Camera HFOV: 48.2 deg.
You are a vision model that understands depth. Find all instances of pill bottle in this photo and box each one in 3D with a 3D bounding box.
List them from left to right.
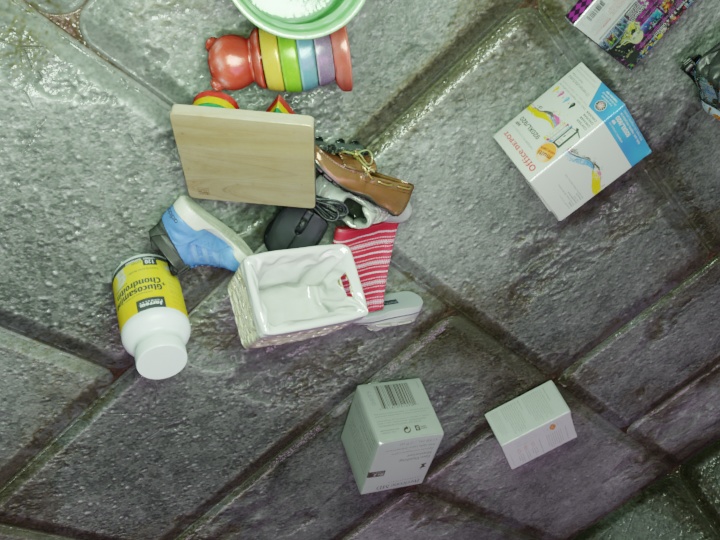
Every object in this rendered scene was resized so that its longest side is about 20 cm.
[{"bbox_3d":[-0.342,0.076,1.324,0.111,0.201,0.113,-14,137,-13],"label":"pill bottle"}]

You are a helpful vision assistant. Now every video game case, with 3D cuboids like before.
[{"bbox_3d":[0.460,-0.449,1.317,0.180,0.036,0.200,18,122,-38],"label":"video game case"}]

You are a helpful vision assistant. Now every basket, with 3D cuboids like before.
[{"bbox_3d":[-0.110,0.047,1.346,0.198,0.137,0.123,-8,163,-30],"label":"basket"}]

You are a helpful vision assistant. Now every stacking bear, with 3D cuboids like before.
[{"bbox_3d":[-0.116,-0.301,1.130,0.198,0.114,0.123,-9,99,-2],"label":"stacking bear"}]

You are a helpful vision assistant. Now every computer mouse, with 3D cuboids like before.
[{"bbox_3d":[-0.114,-0.068,1.354,0.137,0.053,0.200,24,143,-8],"label":"computer mouse"}]

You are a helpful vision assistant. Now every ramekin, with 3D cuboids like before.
[{"bbox_3d":[-0.085,-0.392,1.009,0.198,0.098,0.202,-3,103,-13],"label":"ramekin"}]

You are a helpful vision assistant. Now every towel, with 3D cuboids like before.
[{"bbox_3d":[0.000,0.000,1.496,0.143,0.022,0.202,-12,124,-35],"label":"towel"}]

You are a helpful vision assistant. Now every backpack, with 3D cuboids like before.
[{"bbox_3d":[0.709,-0.351,1.463,0.199,0.155,0.190,-37,148,8],"label":"backpack"}]

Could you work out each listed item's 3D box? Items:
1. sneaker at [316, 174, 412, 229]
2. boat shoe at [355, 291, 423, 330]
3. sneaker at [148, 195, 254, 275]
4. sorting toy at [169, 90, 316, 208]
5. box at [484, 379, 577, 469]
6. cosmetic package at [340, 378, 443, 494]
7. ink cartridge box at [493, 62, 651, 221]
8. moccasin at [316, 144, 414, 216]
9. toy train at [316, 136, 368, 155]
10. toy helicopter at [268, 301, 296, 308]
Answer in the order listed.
[{"bbox_3d":[0.012,-0.103,1.394,0.198,0.100,0.078,8,128,-32],"label":"sneaker"},{"bbox_3d":[0.031,0.088,1.623,0.198,0.072,0.066,-9,132,-30],"label":"boat shoe"},{"bbox_3d":[-0.265,-0.028,1.348,0.111,0.077,0.200,-42,132,9],"label":"sneaker"},{"bbox_3d":[-0.163,-0.184,1.191,0.197,0.070,0.199,5,150,0],"label":"sorting toy"},{"bbox_3d":[0.449,0.406,2.112,0.198,0.107,0.153,-27,138,2],"label":"box"},{"bbox_3d":[0.068,0.381,1.856,0.163,0.166,0.201,-4,134,-21],"label":"cosmetic package"},{"bbox_3d":[0.369,-0.223,1.415,0.200,0.148,0.144,-39,136,14],"label":"ink cartridge box"},{"bbox_3d":[0.002,-0.158,1.298,0.200,0.074,0.078,26,102,-23],"label":"moccasin"},{"bbox_3d":[-0.079,-0.194,1.310,0.198,0.034,0.046,1,134,-27],"label":"toy train"},{"bbox_3d":[-0.126,0.045,1.469,0.199,0.132,0.079,-36,107,-15],"label":"toy helicopter"}]
